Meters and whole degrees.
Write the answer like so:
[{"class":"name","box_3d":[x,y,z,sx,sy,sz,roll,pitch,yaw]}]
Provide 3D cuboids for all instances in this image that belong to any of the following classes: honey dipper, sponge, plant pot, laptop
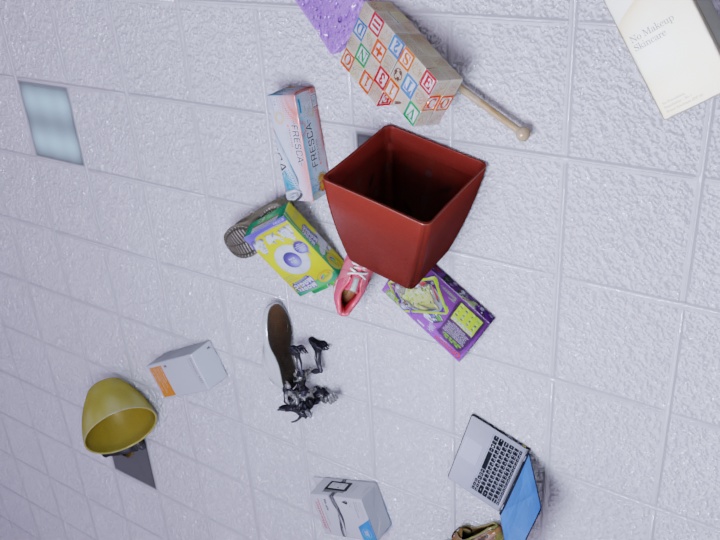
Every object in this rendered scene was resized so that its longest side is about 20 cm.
[{"class":"honey dipper","box_3d":[0.182,-0.263,1.254,0.199,0.038,0.038,41,132,13]},{"class":"sponge","box_3d":[-0.064,-0.473,1.332,0.111,0.030,0.201,-33,92,43]},{"class":"plant pot","box_3d":[-0.668,0.377,2.181,0.143,0.198,0.201,57,139,32]},{"class":"laptop","box_3d":[0.249,0.417,1.529,0.198,0.116,0.189,30,128,21]},{"class":"plant pot","box_3d":[0.070,-0.093,1.340,0.198,0.200,0.178,25,136,24]}]

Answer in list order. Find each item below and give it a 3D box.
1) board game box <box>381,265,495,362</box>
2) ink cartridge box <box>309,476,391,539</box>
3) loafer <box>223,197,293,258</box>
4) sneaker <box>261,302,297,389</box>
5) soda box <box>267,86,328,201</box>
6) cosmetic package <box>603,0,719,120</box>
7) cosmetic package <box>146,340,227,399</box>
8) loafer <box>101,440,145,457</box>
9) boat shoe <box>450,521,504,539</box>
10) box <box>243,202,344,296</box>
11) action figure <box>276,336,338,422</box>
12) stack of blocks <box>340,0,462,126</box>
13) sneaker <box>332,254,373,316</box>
[{"class":"board game box","box_3d":[0.139,0.061,1.475,0.200,0.032,0.121,43,128,11]},{"class":"ink cartridge box","box_3d":[-0.039,0.547,1.853,0.198,0.068,0.117,-7,110,40]},{"class":"loafer","box_3d":[-0.198,-0.086,1.621,0.199,0.068,0.076,-25,102,39]},{"class":"sneaker","box_3d":[-0.194,0.162,1.756,0.084,0.072,0.203,13,116,46]},{"class":"soda box","box_3d":[-0.111,-0.232,1.479,0.068,0.063,0.203,7,118,34]},{"class":"cosmetic package","box_3d":[0.400,-0.312,1.038,0.103,0.073,0.202,-26,98,43]},{"class":"cosmetic package","box_3d":[-0.429,0.247,1.984,0.198,0.071,0.102,-18,102,41]},{"class":"loafer","box_3d":[-0.691,0.516,2.337,0.199,0.073,0.073,-31,98,44]},{"class":"boat shoe","box_3d":[0.220,0.561,1.669,0.198,0.072,0.069,-25,95,33]},{"class":"box","box_3d":[-0.119,-0.028,1.562,0.116,0.049,0.200,-24,123,34]},{"class":"action figure","box_3d":[-0.115,0.251,1.716,0.102,0.117,0.203,-138,47,-56]},{"class":"stack of blocks","box_3d":[0.060,-0.314,1.265,0.201,0.058,0.116,54,136,26]},{"class":"sneaker","box_3d":[0.000,0.000,1.485,0.073,0.087,0.202,17,119,-6]}]
